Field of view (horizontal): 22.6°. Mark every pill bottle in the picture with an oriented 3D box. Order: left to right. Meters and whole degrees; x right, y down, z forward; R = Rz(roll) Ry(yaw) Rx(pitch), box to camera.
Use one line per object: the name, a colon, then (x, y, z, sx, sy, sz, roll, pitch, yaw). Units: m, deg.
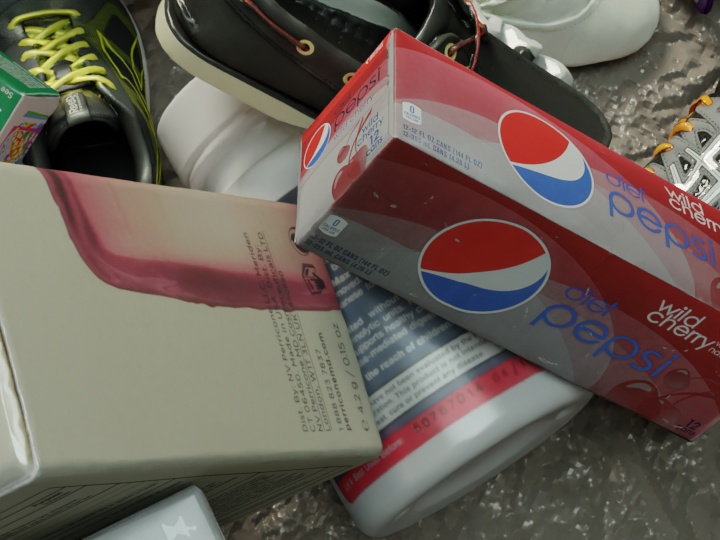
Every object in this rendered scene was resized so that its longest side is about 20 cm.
pill bottle: (0.000, 0.000, 0.773, 0.119, 0.120, 0.201, -30, 77, -12)

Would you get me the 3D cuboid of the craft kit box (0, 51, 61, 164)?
craft kit box: (-0.261, -0.049, 0.771, 0.199, 0.048, 0.198, 35, 104, 8)

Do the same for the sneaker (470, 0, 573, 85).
sneaker: (0.014, -0.121, 0.800, 0.075, 0.081, 0.200, -41, 108, -9)

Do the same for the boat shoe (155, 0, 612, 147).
boat shoe: (0.020, -0.082, 0.721, 0.200, 0.063, 0.074, 22, 48, -20)

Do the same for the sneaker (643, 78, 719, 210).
sneaker: (0.150, -0.031, 0.816, 0.077, 0.078, 0.201, 20, 73, 8)

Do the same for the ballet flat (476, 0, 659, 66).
ballet flat: (0.048, -0.145, 0.851, 0.198, 0.069, 0.070, 14, 72, 1)

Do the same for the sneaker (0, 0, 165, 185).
sneaker: (-0.124, -0.077, 0.809, 0.074, 0.085, 0.201, -19, 75, -10)

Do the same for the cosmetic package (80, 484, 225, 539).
cosmetic package: (-0.076, 0.160, 0.675, 0.090, 0.200, 0.107, -24, 75, -10)

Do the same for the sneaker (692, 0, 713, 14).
sneaker: (0.147, -0.176, 0.864, 0.199, 0.074, 0.088, 16, 78, 2)

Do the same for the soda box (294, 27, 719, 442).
soda box: (0.075, -0.010, 0.698, 0.199, 0.070, 0.064, 26, 40, -24)

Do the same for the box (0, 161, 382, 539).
box: (-0.106, 0.040, 0.647, 0.127, 0.200, 0.110, -26, 73, 28)
